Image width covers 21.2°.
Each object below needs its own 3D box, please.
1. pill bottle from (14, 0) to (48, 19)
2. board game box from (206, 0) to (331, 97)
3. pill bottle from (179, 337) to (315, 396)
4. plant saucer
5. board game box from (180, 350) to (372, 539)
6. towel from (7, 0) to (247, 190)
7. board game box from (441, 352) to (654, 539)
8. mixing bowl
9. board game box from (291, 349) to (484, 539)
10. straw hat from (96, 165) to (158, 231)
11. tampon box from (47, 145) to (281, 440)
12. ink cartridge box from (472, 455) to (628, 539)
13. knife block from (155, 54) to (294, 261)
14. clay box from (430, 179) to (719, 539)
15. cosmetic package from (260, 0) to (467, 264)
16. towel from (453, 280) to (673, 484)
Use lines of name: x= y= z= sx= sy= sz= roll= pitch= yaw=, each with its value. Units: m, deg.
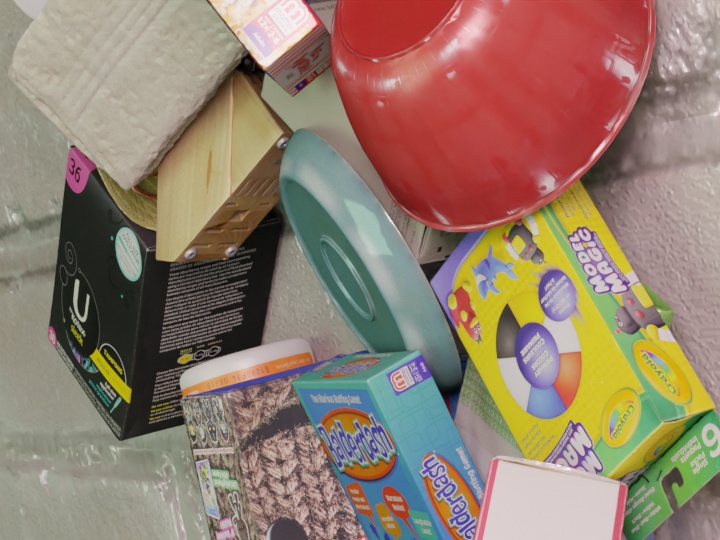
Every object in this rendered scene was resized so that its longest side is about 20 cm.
pill bottle: x=-0.182 y=-0.257 z=1.429 sx=0.110 sy=0.200 sz=0.112 roll=12 pitch=125 yaw=18
board game box: x=-0.094 y=-0.202 z=1.159 sx=0.200 sy=0.046 sz=0.151 roll=51 pitch=-178 yaw=3
pill bottle: x=-0.065 y=0.162 z=1.499 sx=0.109 sy=0.109 sz=0.202 roll=-25 pitch=80 yaw=59
plant saucer: x=0.000 y=0.000 z=1.266 sx=0.201 sy=0.027 sz=0.200 roll=54 pitch=167 yaw=18
board game box: x=-0.021 y=0.168 z=1.372 sx=0.097 sy=0.158 sz=0.202 roll=-12 pitch=91 yaw=66
towel: x=-0.154 y=-0.158 z=1.324 sx=0.133 sy=0.034 sz=0.200 roll=44 pitch=127 yaw=-2
board game box: x=0.110 y=0.129 z=1.268 sx=0.199 sy=0.036 sz=0.153 roll=-7 pitch=94 yaw=60
mixing bowl: x=0.055 y=-0.135 z=1.096 sx=0.199 sy=0.108 sz=0.202 roll=-23 pitch=50 yaw=31
board game box: x=0.037 y=0.151 z=1.262 sx=0.201 sy=0.045 sz=0.152 roll=65 pitch=161 yaw=-5
straw hat: x=-0.110 y=-0.125 z=1.482 sx=0.200 sy=0.085 sz=0.203 roll=1 pitch=91 yaw=35
tampon box: x=-0.166 y=0.009 z=1.591 sx=0.150 sy=0.125 sz=0.201 roll=47 pitch=138 yaw=40
ink cartridge box: x=0.090 y=0.229 z=1.083 sx=0.147 sy=0.082 sz=0.201 roll=-74 pitch=-9 yaw=-47
knife block: x=-0.109 y=-0.129 z=1.390 sx=0.200 sy=0.064 sz=0.176 roll=-48 pitch=65 yaw=27
clay box: x=0.124 y=0.053 z=1.107 sx=0.201 sy=0.047 sz=0.115 roll=62 pitch=140 yaw=25
cosmetic package: x=0.030 y=-0.096 z=1.255 sx=0.200 sy=0.103 sz=0.074 roll=48 pitch=137 yaw=37
towel: x=0.122 y=0.076 z=1.180 sx=0.149 sy=0.031 sz=0.201 roll=39 pitch=127 yaw=41
